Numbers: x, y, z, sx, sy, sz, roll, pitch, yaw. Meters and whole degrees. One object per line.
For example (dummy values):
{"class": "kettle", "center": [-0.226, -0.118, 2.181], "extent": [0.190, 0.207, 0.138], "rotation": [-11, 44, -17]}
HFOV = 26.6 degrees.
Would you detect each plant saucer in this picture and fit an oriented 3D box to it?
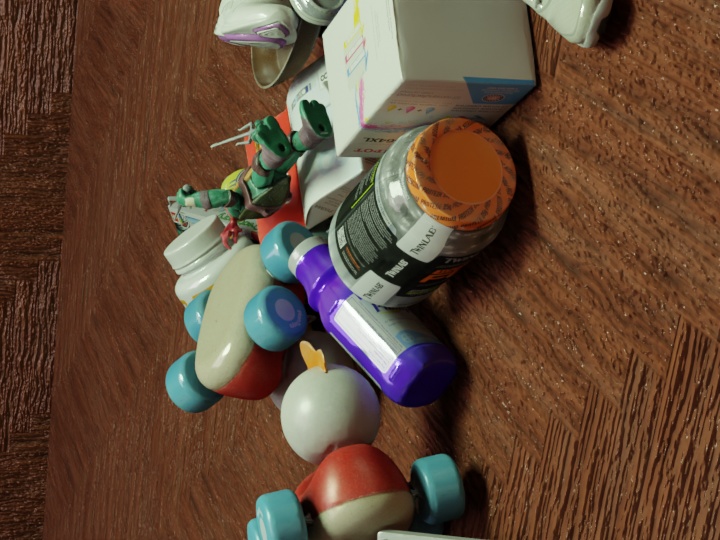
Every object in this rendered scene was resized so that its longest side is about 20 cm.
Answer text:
{"class": "plant saucer", "center": [-0.075, -0.298, 1.681], "extent": [0.200, 0.034, 0.202], "rotation": [-171, 90, -69]}

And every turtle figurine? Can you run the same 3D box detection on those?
{"class": "turtle figurine", "center": [-0.115, -0.106, 1.640], "extent": [0.200, 0.101, 0.150], "rotation": [-37, 14, 48]}

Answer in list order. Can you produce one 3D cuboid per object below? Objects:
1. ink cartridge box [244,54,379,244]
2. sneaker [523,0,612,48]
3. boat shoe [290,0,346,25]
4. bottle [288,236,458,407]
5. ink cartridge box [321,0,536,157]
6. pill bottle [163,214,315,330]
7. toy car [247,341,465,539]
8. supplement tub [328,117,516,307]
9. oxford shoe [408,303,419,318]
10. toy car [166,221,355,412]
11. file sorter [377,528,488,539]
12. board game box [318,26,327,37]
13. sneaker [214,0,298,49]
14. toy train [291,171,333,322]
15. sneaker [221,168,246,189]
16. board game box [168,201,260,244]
{"class": "ink cartridge box", "center": [-0.065, -0.131, 1.671], "extent": [0.199, 0.047, 0.161], "rotation": [-29, 59, 34]}
{"class": "sneaker", "center": [0.136, -0.239, 1.204], "extent": [0.201, 0.080, 0.076], "rotation": [-118, 36, -49]}
{"class": "boat shoe", "center": [-0.038, -0.353, 1.557], "extent": [0.065, 0.074, 0.204], "rotation": [146, 129, -70]}
{"class": "bottle", "center": [0.006, 0.045, 1.460], "extent": [0.200, 0.083, 0.066], "rotation": [46, 112, 31]}
{"class": "ink cartridge box", "center": [0.053, -0.184, 1.358], "extent": [0.200, 0.127, 0.126], "rotation": [137, 130, -64]}
{"class": "pill bottle", "center": [-0.142, 0.037, 1.781], "extent": [0.201, 0.109, 0.109], "rotation": [55, 164, -14]}
{"class": "toy car", "center": [-0.024, 0.166, 1.428], "extent": [0.177, 0.183, 0.202], "rotation": [113, 144, -66]}
{"class": "supplement tub", "center": [0.055, -0.052, 1.358], "extent": [0.200, 0.121, 0.124], "rotation": [135, 132, -63]}
{"class": "oxford shoe", "center": [0.000, 0.000, 1.583], "extent": [0.200, 0.071, 0.072], "rotation": [-116, 31, -53]}
{"class": "toy car", "center": [-0.071, 0.086, 1.628], "extent": [0.184, 0.199, 0.178], "rotation": [-38, 29, 39]}
{"class": "file sorter", "center": [0.058, 0.333, 1.262], "extent": [0.124, 0.138, 0.202], "rotation": [-6, -83, -67]}
{"class": "board game box", "center": [-0.003, -0.319, 1.626], "extent": [0.200, 0.045, 0.154], "rotation": [-146, 59, -67]}
{"class": "sneaker", "center": [-0.114, -0.289, 1.627], "extent": [0.200, 0.074, 0.101], "rotation": [-151, 70, -68]}
{"class": "toy train", "center": [-0.057, -0.044, 1.730], "extent": [0.114, 0.085, 0.202], "rotation": [-30, 59, 52]}
{"class": "sneaker", "center": [-0.157, -0.091, 1.993], "extent": [0.200, 0.076, 0.076], "rotation": [-144, 56, -65]}
{"class": "board game box", "center": [-0.155, -0.017, 1.894], "extent": [0.199, 0.035, 0.127], "rotation": [16, 132, 49]}
